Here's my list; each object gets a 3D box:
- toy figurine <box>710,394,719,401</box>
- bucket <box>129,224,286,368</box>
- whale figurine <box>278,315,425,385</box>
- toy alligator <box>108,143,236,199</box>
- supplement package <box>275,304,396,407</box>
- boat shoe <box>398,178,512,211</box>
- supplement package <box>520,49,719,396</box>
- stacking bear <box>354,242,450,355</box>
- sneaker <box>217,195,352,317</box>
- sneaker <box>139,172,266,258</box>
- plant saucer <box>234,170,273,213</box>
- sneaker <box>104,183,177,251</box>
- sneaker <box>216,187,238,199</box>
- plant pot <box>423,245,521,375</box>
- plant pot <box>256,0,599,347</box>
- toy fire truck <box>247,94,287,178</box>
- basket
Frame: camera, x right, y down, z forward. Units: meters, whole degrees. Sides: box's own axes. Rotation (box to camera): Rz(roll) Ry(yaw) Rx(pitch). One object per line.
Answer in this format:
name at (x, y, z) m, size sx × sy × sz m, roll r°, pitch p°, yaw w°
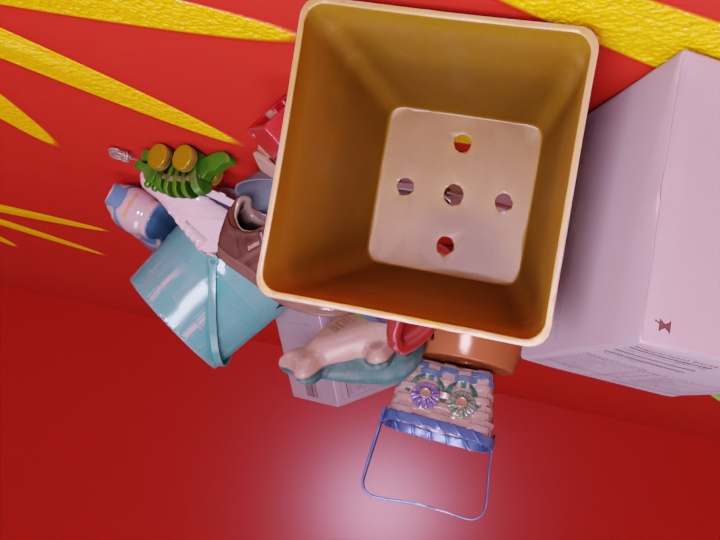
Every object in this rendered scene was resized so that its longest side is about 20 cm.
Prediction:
toy figurine at (0.377, 0.031, 1.057) m, size 0.183 × 0.151 × 0.200 m, roll 35°, pitch -177°, yaw -31°
bucket at (-0.216, 0.029, 1.351) m, size 0.207 × 0.135 × 0.207 m, roll 46°, pitch 175°, yaw 5°
whale figurine at (-0.005, 0.114, 1.262) m, size 0.198 × 0.105 × 0.159 m, roll -23°, pitch -159°, yaw -24°
toy alligator at (-0.227, -0.112, 1.116) m, size 0.198 × 0.055 × 0.059 m, roll 6°, pitch 167°, yaw 33°
supplement package at (-0.001, 0.096, 1.439) m, size 0.198 × 0.153 × 0.151 m, roll -16°, pitch -172°, yaw -29°
boat shoe at (0.083, -0.071, 0.921) m, size 0.198 × 0.070 × 0.071 m, roll 18°, pitch 167°, yaw -26°
supplement package at (0.231, -0.018, 0.688) m, size 0.145 × 0.194 × 0.200 m, roll 13°, pitch 170°, yaw -10°
stacking bear at (0.000, 0.000, 1.086) m, size 0.198 × 0.123 × 0.113 m, roll 17°, pitch -150°, yaw 41°
sneaker at (-0.082, -0.016, 1.038) m, size 0.198 × 0.077 × 0.070 m, roll 26°, pitch -155°, yaw 31°
sneaker at (-0.194, -0.065, 1.181) m, size 0.198 × 0.081 × 0.076 m, roll 27°, pitch -175°, yaw 12°
plant saucer at (-0.043, -0.085, 1.085) m, size 0.198 × 0.039 × 0.201 m, roll 12°, pitch 169°, yaw 2°
sneaker at (-0.305, -0.078, 1.369) m, size 0.080 × 0.077 × 0.200 m, roll 29°, pitch 170°, yaw 4°
sneaker at (-0.114, -0.032, 1.243) m, size 0.200 × 0.074 × 0.082 m, roll 42°, pitch 173°, yaw 12°
plant pot at (0.159, 0.062, 1.329) m, size 0.197 × 0.142 × 0.200 m, roll 12°, pitch 168°, yaw 2°
plant pot at (0.058, -0.064, 0.700) m, size 0.197 × 0.203 × 0.176 m, roll 10°, pitch 180°, yaw 13°
toy fire truck at (-0.059, -0.083, 0.913) m, size 0.141 × 0.049 × 0.200 m, roll 47°, pitch 162°, yaw -10°
basket at (0.101, 0.229, 1.323) m, size 0.174 × 0.203 × 0.139 m, roll 10°, pitch 169°, yaw 7°
